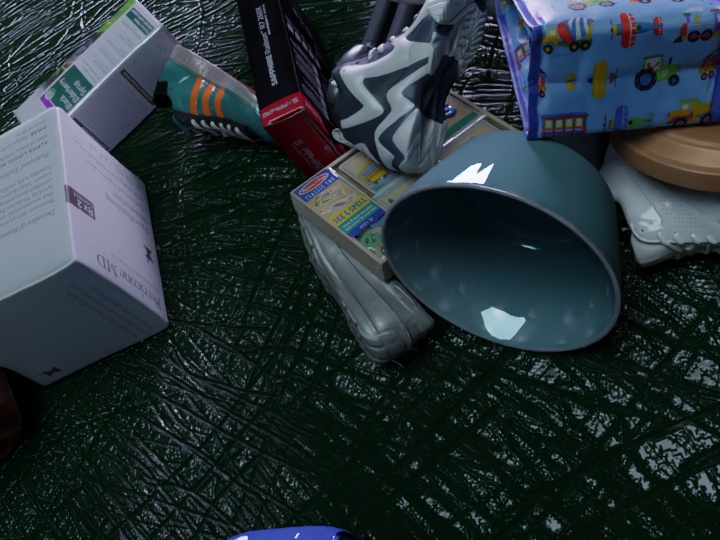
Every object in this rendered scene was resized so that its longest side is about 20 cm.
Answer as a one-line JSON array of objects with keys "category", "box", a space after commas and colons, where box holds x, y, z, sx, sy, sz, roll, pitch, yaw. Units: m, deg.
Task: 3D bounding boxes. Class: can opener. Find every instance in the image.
[{"category": "can opener", "box": [0.024, -0.241, 1.007, 0.052, 0.067, 0.201, 11, 65, 22]}]

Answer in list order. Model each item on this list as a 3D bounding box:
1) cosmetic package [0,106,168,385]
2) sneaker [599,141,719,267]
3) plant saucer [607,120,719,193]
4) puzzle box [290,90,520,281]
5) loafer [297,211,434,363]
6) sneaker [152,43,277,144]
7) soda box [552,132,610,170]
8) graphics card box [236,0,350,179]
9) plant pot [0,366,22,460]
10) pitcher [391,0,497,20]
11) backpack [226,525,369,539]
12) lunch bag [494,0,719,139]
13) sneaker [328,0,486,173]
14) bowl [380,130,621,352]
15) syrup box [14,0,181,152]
[{"category": "cosmetic package", "box": [-0.321, -0.021, 0.999, 0.164, 0.165, 0.201, -25, 58, 12]}, {"category": "sneaker", "box": [0.270, -0.037, 0.784, 0.200, 0.078, 0.100, 30, 87, 43]}, {"category": "plant saucer", "box": [0.300, -0.129, 0.776, 0.198, 0.033, 0.201, -6, 37, 5]}, {"category": "puzzle box", "box": [0.051, -0.088, 0.899, 0.200, 0.026, 0.133, -38, 53, -20]}, {"category": "loafer", "box": [0.000, 0.000, 0.897, 0.069, 0.070, 0.201, -26, 54, -9]}, {"category": "sneaker", "box": [-0.153, -0.173, 1.060, 0.200, 0.071, 0.080, 36, 97, 34]}, {"category": "soda box", "box": [0.229, -0.196, 0.878, 0.063, 0.068, 0.201, 21, 76, 32]}, {"category": "graphics card box", "box": [-0.067, -0.196, 0.989, 0.051, 0.125, 0.201, -22, 58, 15]}, {"category": "plant pot", "box": [-0.454, 0.111, 0.993, 0.200, 0.201, 0.196, -39, 63, 3]}, {"category": "pitcher", "box": [0.122, -0.295, 0.932, 0.200, 0.121, 0.172, 41, 94, 14]}, {"category": "backpack", "box": [-0.023, 0.283, 0.681, 0.161, 0.200, 0.169, -4, 54, 26]}, {"category": "lunch bag", "box": [0.192, -0.200, 0.784, 0.149, 0.095, 0.201, -5, 38, 0]}, {"category": "sneaker", "box": [0.031, -0.195, 0.895, 0.129, 0.079, 0.201, 16, 94, 34]}, {"category": "bowl", "box": [0.126, -0.035, 0.786, 0.199, 0.201, 0.105, 9, 54, 29]}, {"category": "syrup box", "box": [-0.300, -0.212, 1.137, 0.200, 0.081, 0.079, -44, 54, -2]}]
